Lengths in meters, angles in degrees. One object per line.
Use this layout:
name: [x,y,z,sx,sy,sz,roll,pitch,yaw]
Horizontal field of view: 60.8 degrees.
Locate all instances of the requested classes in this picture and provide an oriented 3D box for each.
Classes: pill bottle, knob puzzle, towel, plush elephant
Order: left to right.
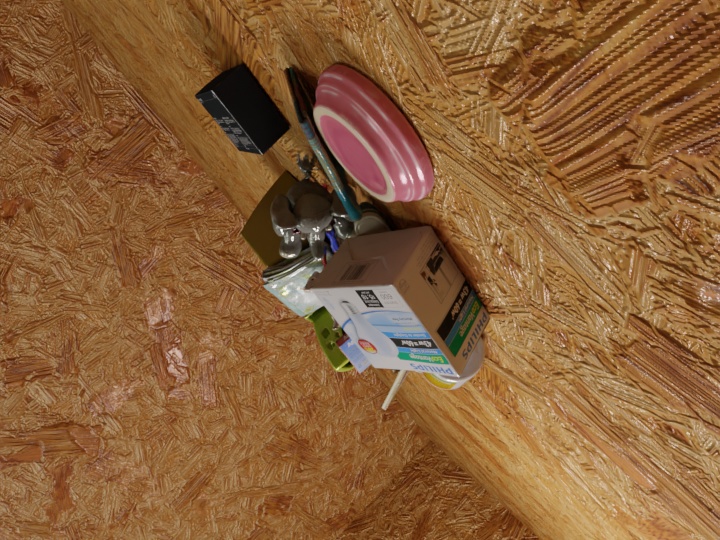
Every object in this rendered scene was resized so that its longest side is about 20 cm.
towel: [-0.108,0.024,1.382,0.200,0.169,0.049,46,-157,-54]
plush elephant: [-0.084,-0.093,1.103,0.156,0.162,0.202,-101,2,-59]
towel: [-0.053,-0.181,0.895,0.201,0.021,0.148,60,-172,-48]
knob puzzle: [0.102,0.145,1.180,0.030,0.221,0.220,29,167,11]
pill bottle: [0.169,0.168,1.173,0.111,0.111,0.200,45,170,13]

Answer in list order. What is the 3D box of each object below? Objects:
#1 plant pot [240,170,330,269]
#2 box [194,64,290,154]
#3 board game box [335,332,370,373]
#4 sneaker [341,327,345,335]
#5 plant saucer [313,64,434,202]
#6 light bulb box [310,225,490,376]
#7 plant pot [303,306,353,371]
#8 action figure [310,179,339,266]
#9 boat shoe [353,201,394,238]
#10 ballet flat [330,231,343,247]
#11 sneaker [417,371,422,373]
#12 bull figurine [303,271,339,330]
plant pot: [-0.159,-0.070,1.439,0.200,0.176,0.201,46,170,32]
box: [-0.227,-0.301,1.160,0.141,0.079,0.200,49,171,-25]
board game box: [0.052,0.102,1.163,0.019,0.199,0.103,45,172,43]
sneaker: [0.012,0.057,1.288,0.073,0.203,0.086,8,177,34]
plant saucer: [0.007,-0.160,0.774,0.201,0.051,0.201,46,169,11]
light bulb box: [0.063,0.052,0.969,0.197,0.125,0.201,-4,131,49]
plant pot: [-0.024,0.121,1.544,0.182,0.198,0.200,51,-178,12]
action figure: [-0.078,-0.096,1.235,0.099,0.064,0.203,126,125,-83]
boat shoe: [0.049,-0.039,1.070,0.201,0.072,0.062,53,-165,-37]
ballet flat: [0.000,0.000,1.333,0.201,0.072,0.072,50,170,-17]
sneaker: [0.063,0.150,1.292,0.114,0.073,0.200,28,169,44]
bull figurine: [-0.039,0.067,1.338,0.199,0.065,0.123,9,-114,-49]
